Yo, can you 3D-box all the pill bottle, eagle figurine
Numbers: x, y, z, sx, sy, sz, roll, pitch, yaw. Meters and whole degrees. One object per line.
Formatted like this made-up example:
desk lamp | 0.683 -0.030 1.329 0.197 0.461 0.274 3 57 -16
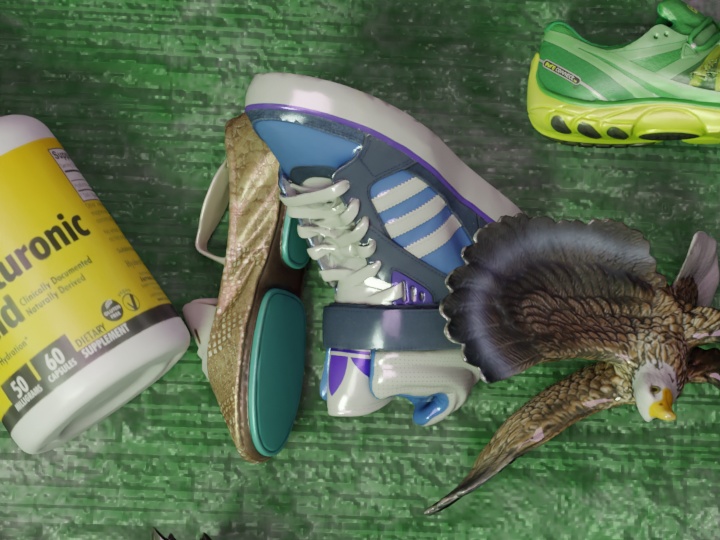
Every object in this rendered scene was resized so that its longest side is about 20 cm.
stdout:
pill bottle | -0.188 -0.012 1.494 0.111 0.111 0.200 -35 83 -9
eagle figurine | 0.130 0.049 1.481 0.199 0.151 0.153 -2 79 -3

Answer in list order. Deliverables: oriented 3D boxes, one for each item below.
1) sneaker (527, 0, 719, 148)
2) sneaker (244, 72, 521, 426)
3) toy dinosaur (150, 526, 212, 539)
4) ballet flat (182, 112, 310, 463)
sneaker | 0.192 -0.112 1.554 0.199 0.074 0.084 0 84 -3
sneaker | 0.000 0.000 1.483 0.200 0.080 0.147 33 69 -35
toy dinosaur | -0.109 0.211 1.477 0.200 0.102 0.136 37 93 -5
ballet flat | -0.061 0.006 1.531 0.065 0.070 0.201 3 75 25
